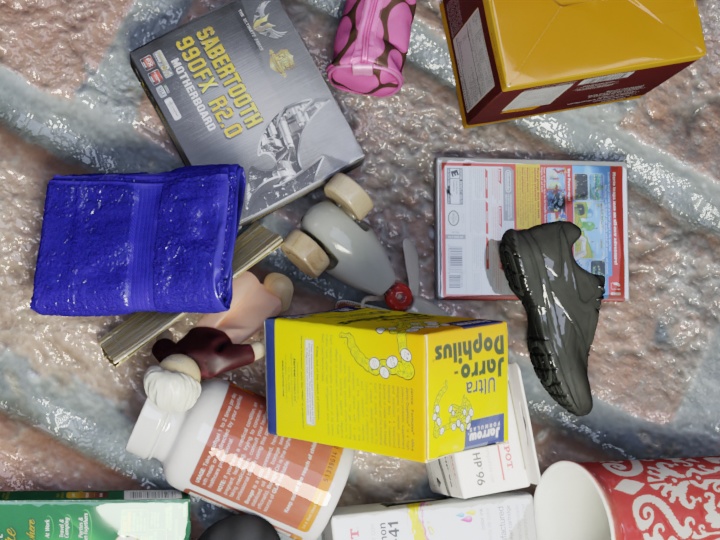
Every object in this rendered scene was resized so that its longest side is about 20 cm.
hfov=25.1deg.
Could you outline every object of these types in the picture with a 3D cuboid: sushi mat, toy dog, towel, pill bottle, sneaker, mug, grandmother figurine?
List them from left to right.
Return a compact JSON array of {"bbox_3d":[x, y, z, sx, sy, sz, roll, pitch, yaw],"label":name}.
[{"bbox_3d":[-0.210,-0.031,1.506,0.199,0.050,0.148,-3,66,17],"label":"towel"},{"bbox_3d":[-0.164,0.021,1.536,0.200,0.096,0.012,-37,110,-11],"label":"sushi mat"},{"bbox_3d":[-0.141,0.066,1.492,0.121,0.200,0.061,-7,115,28],"label":"grandmother figurine"},{"bbox_3d":[-0.114,0.169,1.519,0.199,0.112,0.113,24,81,-6],"label":"pill bottle"},{"bbox_3d":[0.000,0.000,1.579,0.131,0.096,0.201,-27,104,-13],"label":"toy dog"},{"bbox_3d":[0.205,0.045,1.589,0.090,0.076,0.201,-18,101,-12],"label":"sneaker"},{"bbox_3d":[0.274,0.247,1.563,0.199,0.178,0.134,-3,68,-27],"label":"mug"}]

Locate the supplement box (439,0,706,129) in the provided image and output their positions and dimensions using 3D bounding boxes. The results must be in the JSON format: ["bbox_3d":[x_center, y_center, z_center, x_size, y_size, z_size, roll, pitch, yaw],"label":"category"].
[{"bbox_3d":[0.199,-0.235,1.561,0.196,0.200,0.134,-10,86,-9],"label":"supplement box"}]

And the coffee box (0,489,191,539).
[{"bbox_3d":[-0.258,0.267,1.510,0.199,0.044,0.124,-1,99,-8],"label":"coffee box"}]

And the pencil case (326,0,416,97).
[{"bbox_3d":[0.022,-0.276,1.594,0.090,0.094,0.201,12,83,-7],"label":"pencil case"}]

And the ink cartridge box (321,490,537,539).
[{"bbox_3d":[0.069,0.294,1.549,0.199,0.086,0.148,-5,85,-10],"label":"ink cartridge box"}]

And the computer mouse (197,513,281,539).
[{"bbox_3d":[-0.123,0.323,1.491,0.138,0.053,0.201,12,106,-15],"label":"computer mouse"}]

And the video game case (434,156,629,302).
[{"bbox_3d":[0.173,-0.041,1.631,0.199,0.017,0.144,1,84,-8],"label":"video game case"}]

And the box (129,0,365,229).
[{"bbox_3d":[-0.111,-0.156,1.578,0.158,0.048,0.201,-28,85,-10],"label":"box"}]

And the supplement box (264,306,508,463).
[{"bbox_3d":[0.021,0.096,1.426,0.109,0.199,0.110,-7,98,-46],"label":"supplement box"}]

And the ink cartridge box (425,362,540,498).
[{"bbox_3d":[0.105,0.149,1.509,0.067,0.200,0.117,-10,86,-10],"label":"ink cartridge box"}]
